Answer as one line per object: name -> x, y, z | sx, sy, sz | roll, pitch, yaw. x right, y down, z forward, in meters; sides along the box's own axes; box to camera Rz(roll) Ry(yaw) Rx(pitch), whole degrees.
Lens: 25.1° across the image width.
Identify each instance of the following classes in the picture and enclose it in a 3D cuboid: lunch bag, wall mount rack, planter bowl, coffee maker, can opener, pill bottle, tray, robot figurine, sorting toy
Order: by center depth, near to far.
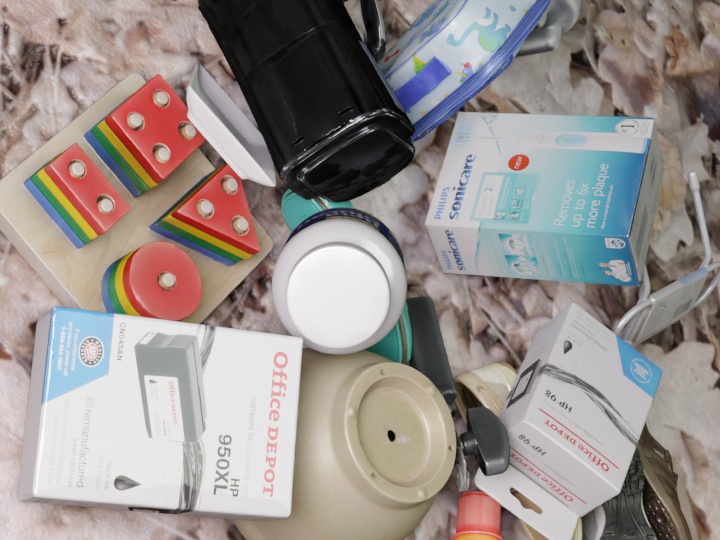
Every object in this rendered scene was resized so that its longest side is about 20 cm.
pill bottle -> -0.017, 0.009, 1.345 | 0.111, 0.111, 0.200 | 58, 4, -6
sorting toy -> -0.176, -0.047, 1.351 | 0.199, 0.070, 0.200 | 52, 49, -12
planter bowl -> -0.005, 0.149, 1.372 | 0.200, 0.135, 0.200 | 16, 63, -34
tray -> -0.115, -0.123, 1.390 | 0.107, 0.022, 0.200 | 48, 6, -12
coffee maker -> -0.058, -0.171, 1.408 | 0.192, 0.135, 0.200 | 1, 54, -48
can opener -> 0.081, 0.111, 1.468 | 0.066, 0.053, 0.200 | -11, 52, -10
lunch bag -> 0.083, -0.205, 1.538 | 0.082, 0.200, 0.161 | 44, 49, -9
wall mount rack -> 0.303, -0.001, 1.664 | 0.075, 0.174, 0.200 | 40, 42, 26
robot figurine -> 0.182, -0.325, 1.724 | 0.170, 0.113, 0.200 | 50, 42, -51

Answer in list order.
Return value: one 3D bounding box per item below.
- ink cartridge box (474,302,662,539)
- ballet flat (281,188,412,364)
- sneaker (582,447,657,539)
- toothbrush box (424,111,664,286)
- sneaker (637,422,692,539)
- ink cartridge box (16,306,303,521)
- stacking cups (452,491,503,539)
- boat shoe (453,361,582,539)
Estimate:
ink cartridge box -> 0.194, 0.142, 1.494 | 0.116, 0.067, 0.200 | 37, 48, -9
ballet flat -> 0.000, 0.000, 1.484 | 0.200, 0.067, 0.070 | 60, 34, -7
sneaker -> 0.242, 0.256, 1.566 | 0.074, 0.079, 0.200 | 4, 64, -12
toothbrush box -> 0.179, -0.071, 1.562 | 0.085, 0.200, 0.146 | 65, 36, -50
sneaker -> 0.299, 0.218, 1.637 | 0.076, 0.070, 0.200 | -22, 88, -43
ink cartridge box -> -0.152, 0.113, 1.248 | 0.200, 0.084, 0.145 | 8, 78, -19
stacking cups -> 0.099, 0.298, 1.454 | 0.060, 0.061, 0.200 | 20, 58, -32
boat shoe -> 0.143, 0.185, 1.525 | 0.065, 0.072, 0.200 | -13, 76, -38
